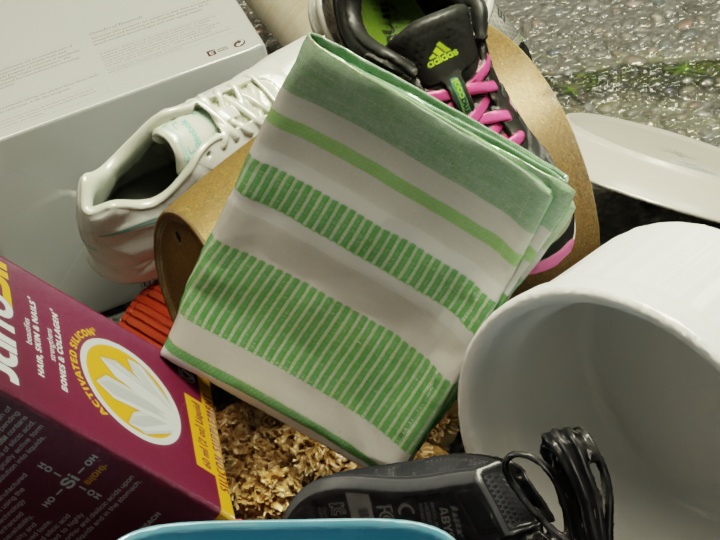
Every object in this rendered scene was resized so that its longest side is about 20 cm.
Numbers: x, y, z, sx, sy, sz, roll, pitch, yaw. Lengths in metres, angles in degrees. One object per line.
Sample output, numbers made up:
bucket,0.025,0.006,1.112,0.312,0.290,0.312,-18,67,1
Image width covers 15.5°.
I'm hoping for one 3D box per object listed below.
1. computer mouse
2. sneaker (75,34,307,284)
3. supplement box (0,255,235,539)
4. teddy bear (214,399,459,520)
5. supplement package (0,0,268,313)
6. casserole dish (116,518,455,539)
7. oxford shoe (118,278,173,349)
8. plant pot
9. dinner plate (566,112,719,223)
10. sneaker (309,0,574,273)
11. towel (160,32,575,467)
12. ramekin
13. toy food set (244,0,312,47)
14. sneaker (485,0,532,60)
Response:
computer mouse,0.050,0.140,1.306,0.199,0.139,0.053,-3,12,35
sneaker,-0.076,-0.071,1.490,0.200,0.080,0.070,-39,67,-8
supplement box,-0.166,0.070,1.297,0.086,0.200,0.111,-43,36,21
teddy bear,-0.040,0.091,1.421,0.199,0.067,0.145,10,40,27
supplement package,-0.160,-0.096,1.633,0.190,0.148,0.200,-20,37,-9
casserole dish,-0.037,0.171,1.209,0.199,0.039,0.121,-1,44,3
oxford shoe,-0.076,0.025,1.528,0.071,0.073,0.200,34,73,28
plant pot,-0.003,-0.017,1.427,0.199,0.187,0.186,-21,36,-24
dinner plate,0.175,-0.058,1.492,0.199,0.024,0.200,15,13,-3
sneaker,0.041,-0.089,1.321,0.074,0.088,0.200,-28,73,-14
towel,0.000,0.000,1.304,0.152,0.200,0.023,29,32,0
ramekin,0.155,0.075,1.279,0.200,0.201,0.098,18,40,35
toy food set,-0.044,-0.191,1.663,0.060,0.200,0.144,-41,79,7
sneaker,0.054,-0.083,1.616,0.074,0.087,0.201,-11,50,48
